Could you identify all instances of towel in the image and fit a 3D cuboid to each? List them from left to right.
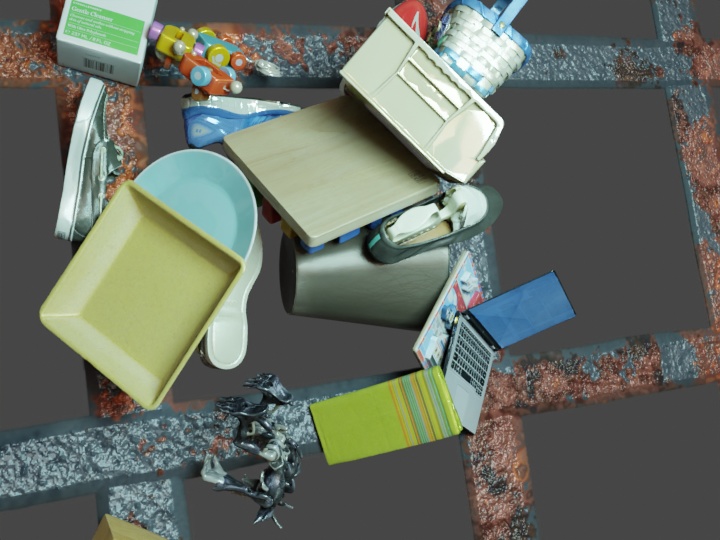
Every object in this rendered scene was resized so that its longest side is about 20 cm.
[{"bbox_3d":[0.029,0.186,1.051,0.018,0.199,0.087,-7,78,-61],"label":"towel"}]

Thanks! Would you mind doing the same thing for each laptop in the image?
[{"bbox_3d":[0.198,0.117,1.105,0.187,0.115,0.202,42,60,-59],"label":"laptop"}]

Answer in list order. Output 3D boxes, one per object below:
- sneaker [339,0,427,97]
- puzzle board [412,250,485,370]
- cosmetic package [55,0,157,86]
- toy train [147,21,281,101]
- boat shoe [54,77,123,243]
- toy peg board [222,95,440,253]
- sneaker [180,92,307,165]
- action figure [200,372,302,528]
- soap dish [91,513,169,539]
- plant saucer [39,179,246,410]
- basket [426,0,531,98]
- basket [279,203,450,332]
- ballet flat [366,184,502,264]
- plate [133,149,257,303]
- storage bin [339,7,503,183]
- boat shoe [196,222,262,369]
[{"bbox_3d":[0.048,-0.311,1.185,0.077,0.085,0.201,35,71,-14],"label":"sneaker"},{"bbox_3d":[0.130,0.085,1.112,0.017,0.200,0.151,19,68,27],"label":"puzzle board"},{"bbox_3d":[-0.310,-0.351,1.047,0.107,0.085,0.202,12,78,-17],"label":"cosmetic package"},{"bbox_3d":[-0.189,-0.252,1.044,0.150,0.200,0.056,35,112,8],"label":"toy train"},{"bbox_3d":[-0.326,-0.132,1.015,0.063,0.071,0.202,10,85,-19],"label":"boat shoe"},{"bbox_3d":[-0.041,-0.104,1.051,0.199,0.098,0.199,-25,57,-29],"label":"toy peg board"},{"bbox_3d":[-0.143,-0.184,1.101,0.198,0.078,0.090,-1,104,-28],"label":"sneaker"},{"bbox_3d":[-0.127,0.222,1.015,0.119,0.101,0.202,-45,142,-49],"label":"action figure"},{"bbox_3d":[-0.263,0.403,0.939,0.157,0.081,0.201,29,70,-15],"label":"soap dish"},{"bbox_3d":[-0.249,0.028,0.971,0.199,0.048,0.201,33,90,20],"label":"plant saucer"},{"bbox_3d":[0.181,-0.339,1.195,0.139,0.176,0.200,41,80,-7],"label":"basket"},{"bbox_3d":[0.000,0.000,1.089,0.198,0.136,0.182,-2,109,-16],"label":"basket"},{"bbox_3d":[0.101,-0.063,1.020,0.199,0.069,0.068,-26,73,-19],"label":"ballet flat"},{"bbox_3d":[-0.214,-0.050,1.018,0.198,0.026,0.202,-4,78,17],"label":"plate"},{"bbox_3d":[0.075,-0.204,1.033,0.198,0.200,0.094,43,95,-4],"label":"storage bin"},{"bbox_3d":[-0.171,0.024,1.051,0.071,0.059,0.202,11,78,-31],"label":"boat shoe"}]
